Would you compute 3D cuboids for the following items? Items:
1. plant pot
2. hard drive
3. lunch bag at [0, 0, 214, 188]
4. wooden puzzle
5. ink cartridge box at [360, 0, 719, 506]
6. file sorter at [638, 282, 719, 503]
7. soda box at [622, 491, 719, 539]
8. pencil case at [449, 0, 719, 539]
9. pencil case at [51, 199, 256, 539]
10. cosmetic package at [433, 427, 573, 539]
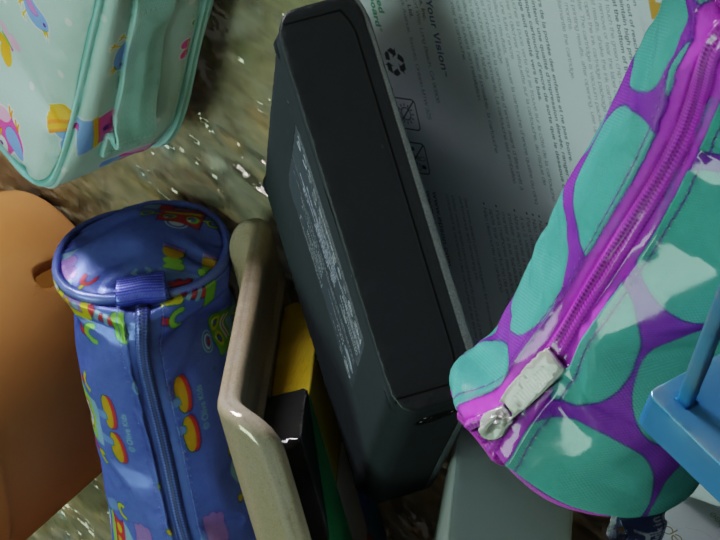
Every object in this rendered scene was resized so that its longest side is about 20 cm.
[{"bbox_3d":[-0.194,0.051,1.326,0.200,0.140,0.201,37,140,39],"label":"plant pot"},{"bbox_3d":[0.000,0.000,0.999,0.200,0.033,0.140,105,148,-77],"label":"hard drive"},{"bbox_3d":[-0.121,-0.137,1.132,0.160,0.077,0.200,48,147,22],"label":"lunch bag"},{"bbox_3d":[-0.016,0.094,1.110,0.200,0.037,0.185,-96,-9,-67],"label":"wooden puzzle"},{"bbox_3d":[0.081,-0.024,0.942,0.200,0.043,0.197,15,124,48],"label":"ink cartridge box"},{"bbox_3d":[0.199,0.039,0.715,0.200,0.139,0.123,45,142,28],"label":"file sorter"},{"bbox_3d":[0.114,0.162,1.005,0.064,0.068,0.200,46,146,30],"label":"soda box"},{"bbox_3d":[0.095,-0.015,0.809,0.085,0.092,0.200,47,135,26],"label":"pencil case"},{"bbox_3d":[-0.080,0.072,1.223,0.087,0.078,0.201,-106,6,-61],"label":"pencil case"},{"bbox_3d":[0.040,0.178,1.055,0.052,0.151,0.200,10,130,1],"label":"cosmetic package"}]
